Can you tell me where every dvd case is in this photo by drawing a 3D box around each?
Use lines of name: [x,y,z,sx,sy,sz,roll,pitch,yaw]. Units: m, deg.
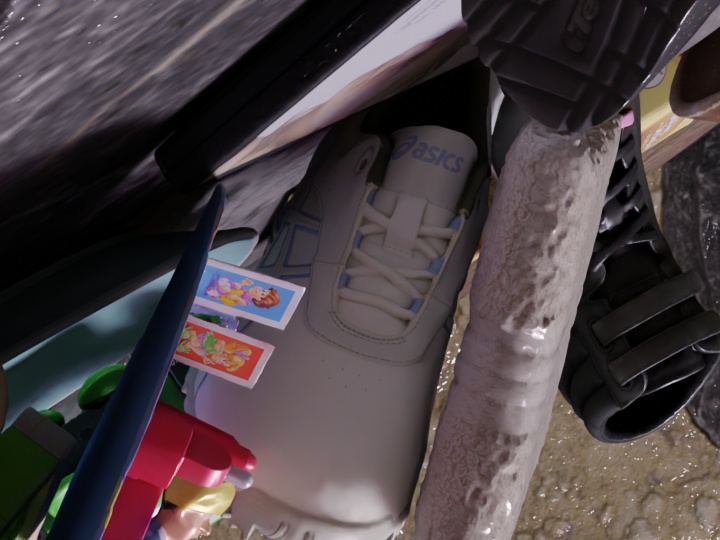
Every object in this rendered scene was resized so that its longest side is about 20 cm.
dvd case: [0.044,-0.088,0.736,0.143,0.018,0.200,-38,175,38]

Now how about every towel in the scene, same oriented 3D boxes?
towel: [0.051,0.012,0.825,0.200,0.034,0.133,-40,143,-81]

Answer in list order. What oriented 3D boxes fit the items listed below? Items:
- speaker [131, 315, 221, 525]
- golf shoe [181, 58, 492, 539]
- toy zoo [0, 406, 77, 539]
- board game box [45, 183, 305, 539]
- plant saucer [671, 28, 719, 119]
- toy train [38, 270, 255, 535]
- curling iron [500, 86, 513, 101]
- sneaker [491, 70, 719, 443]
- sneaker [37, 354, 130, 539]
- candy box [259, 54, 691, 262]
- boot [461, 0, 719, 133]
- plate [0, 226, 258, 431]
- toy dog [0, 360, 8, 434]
speaker: [-0.121,0.093,1.050,0.200,0.089,0.088,-32,176,-22]
golf shoe: [0.000,0.000,0.798,0.200,0.078,0.097,-78,-170,-51]
toy zoo: [-0.158,0.141,0.755,0.200,0.020,0.131,-52,173,-40]
board game box: [-0.062,0.078,0.706,0.158,0.039,0.200,-74,-170,-47]
plant saucer: [0.166,-0.113,0.743,0.201,0.037,0.200,-51,-174,7]
toy train: [-0.093,0.069,0.898,0.200,0.042,0.056,-33,149,-10]
curling iron: [0.085,-0.082,0.802,0.050,0.026,0.200,-34,178,-23]
sneaker: [0.095,-0.015,0.964,0.071,0.099,0.200,-27,143,-18]
sneaker: [-0.158,0.090,0.958,0.200,0.079,0.074,-49,163,-21]
candy box: [0.059,-0.047,1.071,0.200,0.055,0.115,-32,174,-14]
boot: [0.113,-0.120,0.604,0.132,0.070,0.200,-37,180,-42]
plate: [-0.121,0.035,0.834,0.200,0.026,0.200,-33,175,-3]
toy dog: [-0.165,0.092,0.648,0.200,0.096,0.132,-32,176,-21]
